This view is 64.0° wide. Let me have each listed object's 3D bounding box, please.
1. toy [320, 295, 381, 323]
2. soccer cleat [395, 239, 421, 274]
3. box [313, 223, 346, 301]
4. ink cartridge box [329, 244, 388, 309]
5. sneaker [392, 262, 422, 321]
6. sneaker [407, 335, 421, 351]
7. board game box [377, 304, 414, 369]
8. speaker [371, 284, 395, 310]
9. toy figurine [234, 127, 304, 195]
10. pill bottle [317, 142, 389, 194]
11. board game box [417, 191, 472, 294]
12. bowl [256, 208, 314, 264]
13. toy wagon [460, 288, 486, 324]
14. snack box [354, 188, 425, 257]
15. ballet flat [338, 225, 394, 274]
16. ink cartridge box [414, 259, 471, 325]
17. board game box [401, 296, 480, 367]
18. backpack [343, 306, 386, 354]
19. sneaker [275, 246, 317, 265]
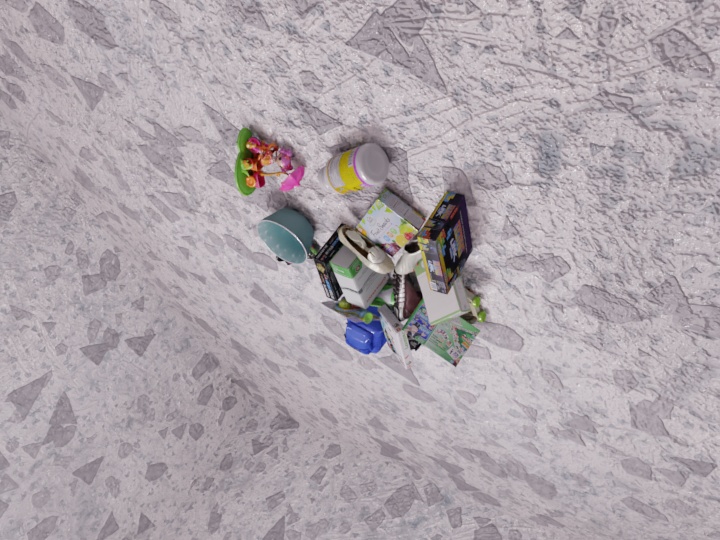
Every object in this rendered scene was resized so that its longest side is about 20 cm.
[{"bbox_3d":[-0.030,0.116,1.885,0.199,0.114,0.048,29,114,48],"label":"toy"},{"bbox_3d":[0.145,-0.046,1.651,0.077,0.070,0.200,16,152,-24],"label":"soccer cleat"},{"bbox_3d":[-0.067,-0.023,1.823,0.046,0.159,0.201,22,149,27],"label":"box"},{"bbox_3d":[0.000,0.000,1.799,0.083,0.147,0.201,20,148,33],"label":"ink cartridge box"},{"bbox_3d":[0.164,0.059,1.809,0.076,0.114,0.202,-125,32,-61],"label":"sneaker"},{"bbox_3d":[0.205,0.216,1.925,0.080,0.130,0.198,46,150,-25],"label":"sneaker"},{"bbox_3d":[0.116,0.218,1.880,0.126,0.034,0.201,51,164,43],"label":"board game box"},{"bbox_3d":[0.057,0.081,1.927,0.199,0.089,0.089,9,142,39],"label":"speaker"},{"bbox_3d":[-0.251,-0.306,1.667,0.182,0.150,0.202,9,119,17],"label":"toy figurine"},{"bbox_3d":[-0.025,-0.255,1.488,0.199,0.105,0.104,-7,131,51],"label":"pill bottle"},{"bbox_3d":[0.218,-0.067,1.451,0.056,0.166,0.201,17,147,31],"label":"board game box"},{"bbox_3d":[-0.233,-0.127,1.898,0.199,0.105,0.202,25,150,16],"label":"bowl"},{"bbox_3d":[0.291,0.087,1.738,0.154,0.040,0.201,10,142,37],"label":"toy wagon"},{"bbox_3d":[0.080,-0.129,1.618,0.142,0.053,0.200,38,153,-2],"label":"snack box"},{"bbox_3d":[0.015,-0.060,1.677,0.199,0.068,0.062,35,163,7],"label":"ballet flat"},{"bbox_3d":[0.229,0.042,1.653,0.145,0.048,0.202,-35,65,55],"label":"ink cartridge box"},{"bbox_3d":[0.244,0.181,1.751,0.199,0.135,0.029,35,-178,0],"label":"board game box"},{"bbox_3d":[0.019,0.212,2.084,0.162,0.168,0.201,32,156,18],"label":"backpack"},{"bbox_3d":[-0.223,-0.052,2.020,0.199,0.084,0.077,-2,136,48],"label":"sneaker"}]
